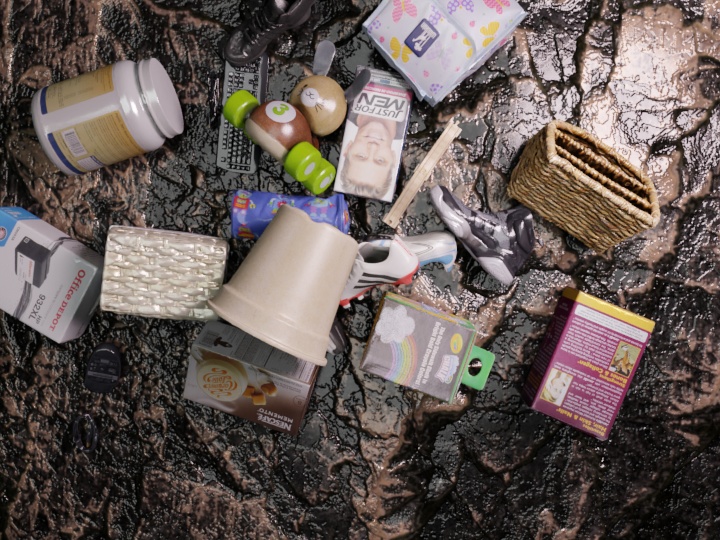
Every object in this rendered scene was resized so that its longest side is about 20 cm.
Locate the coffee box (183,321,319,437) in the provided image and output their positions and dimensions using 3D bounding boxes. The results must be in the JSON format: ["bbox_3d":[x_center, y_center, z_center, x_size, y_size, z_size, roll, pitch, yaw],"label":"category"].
[{"bbox_3d":[-0.176,0.175,1.177,0.198,0.080,0.115,19,121,2],"label":"coffee box"}]

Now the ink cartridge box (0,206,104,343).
[{"bbox_3d":[-0.535,0.006,1.203,0.199,0.084,0.146,30,94,1],"label":"ink cartridge box"}]

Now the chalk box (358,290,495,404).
[{"bbox_3d":[0.111,0.126,1.154,0.198,0.124,0.126,21,94,1],"label":"chalk box"}]

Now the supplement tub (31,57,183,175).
[{"bbox_3d":[-0.398,-0.247,1.149,0.198,0.144,0.146,-17,93,4],"label":"supplement tub"}]

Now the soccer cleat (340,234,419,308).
[{"bbox_3d":[0.000,0.000,1.135,0.198,0.069,0.086,-17,120,34],"label":"soccer cleat"}]

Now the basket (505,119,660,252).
[{"bbox_3d":[0.350,-0.146,1.089,0.199,0.149,0.144,31,70,-4],"label":"basket"}]

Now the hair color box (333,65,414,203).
[{"bbox_3d":[0.024,-0.217,1.167,0.099,0.061,0.203,11,95,3],"label":"hair color box"}]

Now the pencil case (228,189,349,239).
[{"bbox_3d":[-0.115,-0.089,1.176,0.197,0.087,0.079,2,136,4],"label":"pencil case"}]

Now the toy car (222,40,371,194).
[{"bbox_3d":[-0.077,-0.252,1.111,0.164,0.158,0.201,40,93,15],"label":"toy car"}]

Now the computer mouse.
[{"bbox_3d":[-0.454,0.217,1.243,0.058,0.034,0.202,15,100,-14],"label":"computer mouse"}]

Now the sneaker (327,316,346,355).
[{"bbox_3d":[-0.118,0.081,1.198,0.115,0.076,0.201,-42,83,14],"label":"sneaker"}]

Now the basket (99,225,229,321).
[{"bbox_3d":[-0.311,0.007,1.147,0.197,0.123,0.137,6,94,-13],"label":"basket"}]

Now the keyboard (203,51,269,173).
[{"bbox_3d":[-0.211,-0.265,1.189,0.103,0.040,0.203,6,93,2],"label":"keyboard"}]

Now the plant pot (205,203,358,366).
[{"bbox_3d":[-0.098,0.012,1.067,0.199,0.200,0.185,27,87,1],"label":"plant pot"}]

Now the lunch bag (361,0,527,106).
[{"bbox_3d":[0.125,-0.372,1.102,0.200,0.127,0.170,-42,90,-11],"label":"lunch bag"}]

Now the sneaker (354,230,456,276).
[{"bbox_3d":[0.057,-0.026,1.174,0.197,0.072,0.073,-1,101,7],"label":"sneaker"}]

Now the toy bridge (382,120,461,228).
[{"bbox_3d":[0.100,-0.157,1.163,0.027,0.067,0.201,34,96,1],"label":"toy bridge"}]

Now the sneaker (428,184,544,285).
[{"bbox_3d":[0.205,-0.082,1.161,0.114,0.076,0.200,-42,96,4],"label":"sneaker"}]

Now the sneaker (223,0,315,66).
[{"bbox_3d":[-0.138,-0.404,1.136,0.199,0.104,0.060,-35,90,-3],"label":"sneaker"}]

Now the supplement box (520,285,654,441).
[{"bbox_3d":[0.357,0.144,1.149,0.130,0.103,0.202,23,94,1],"label":"supplement box"}]
